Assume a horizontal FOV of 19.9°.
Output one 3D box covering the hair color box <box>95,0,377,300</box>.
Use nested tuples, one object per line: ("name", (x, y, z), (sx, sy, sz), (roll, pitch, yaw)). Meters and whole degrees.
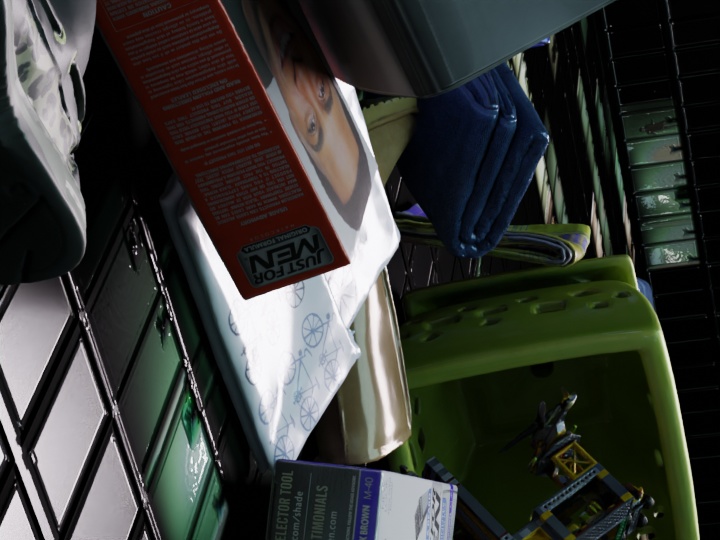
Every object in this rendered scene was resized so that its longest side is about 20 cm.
("hair color box", (-0.063, -0.100, 0.934), (0.102, 0.061, 0.201), (-76, 144, -59))

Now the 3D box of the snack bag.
("snack bag", (-0.031, -0.022, 1.086), (0.200, 0.021, 0.189), (-59, 142, -43))

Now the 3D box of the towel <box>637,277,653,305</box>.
("towel", (0.388, 0.065, 2.922), (0.200, 0.048, 0.112), (1, 83, -76))

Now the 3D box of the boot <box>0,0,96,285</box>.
("boot", (-0.136, -0.113, 0.693), (0.204, 0.073, 0.154), (75, 12, -48))

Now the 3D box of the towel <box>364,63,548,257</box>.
("towel", (0.052, -0.104, 1.340), (0.112, 0.048, 0.200), (-68, -151, 28))

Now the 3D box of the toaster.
("toaster", (0.044, -0.173, 0.966), (0.119, 0.199, 0.181), (64, -13, -17))

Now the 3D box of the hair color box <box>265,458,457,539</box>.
("hair color box", (0.002, 0.165, 1.123), (0.200, 0.064, 0.110), (27, 68, -73))

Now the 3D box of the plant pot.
("plant pot", (0.125, 0.102, 1.452), (0.182, 0.199, 0.200), (-83, 161, -65))

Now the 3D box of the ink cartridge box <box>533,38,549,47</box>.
("ink cartridge box", (0.030, -0.184, 1.144), (0.076, 0.199, 0.137), (-3, 90, -39))

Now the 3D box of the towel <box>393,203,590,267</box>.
("towel", (0.094, -0.029, 1.484), (0.200, 0.143, 0.023), (-21, 119, -78))

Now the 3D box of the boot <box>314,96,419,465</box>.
("boot", (0.000, 0.000, 1.248), (0.175, 0.066, 0.201), (-27, 109, -63))

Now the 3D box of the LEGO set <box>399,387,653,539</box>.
("LEGO set", (0.076, 0.171, 1.307), (0.116, 0.200, 0.154), (44, -23, 27))
